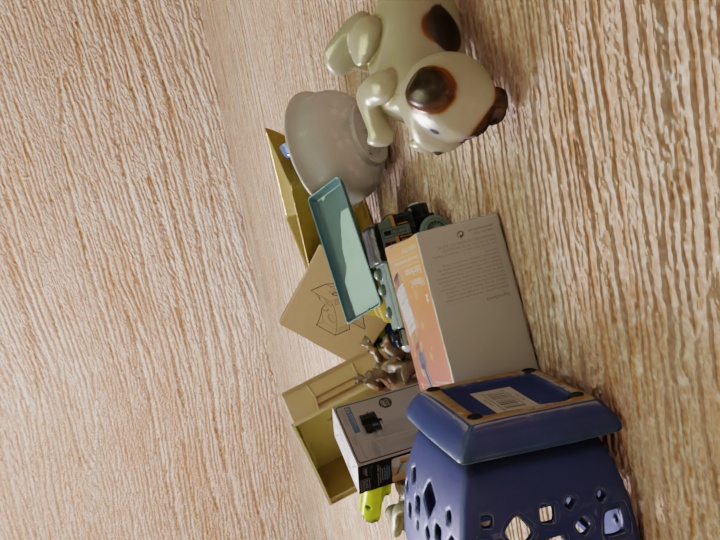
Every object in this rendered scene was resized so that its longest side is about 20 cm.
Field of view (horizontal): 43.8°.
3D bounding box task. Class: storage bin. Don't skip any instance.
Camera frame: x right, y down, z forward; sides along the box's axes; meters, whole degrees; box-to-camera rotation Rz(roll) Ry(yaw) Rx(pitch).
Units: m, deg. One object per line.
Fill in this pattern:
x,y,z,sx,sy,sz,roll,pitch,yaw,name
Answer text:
-0.009,0.265,1.537,0.094,0.197,0.201,53,167,56,storage bin

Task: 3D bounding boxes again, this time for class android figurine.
0.038,0.301,1.421,0.182,0.041,0.201,-57,-21,-55,android figurine

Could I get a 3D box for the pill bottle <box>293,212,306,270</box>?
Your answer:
-0.070,-0.087,1.679,0.120,0.119,0.201,99,154,-57,pill bottle

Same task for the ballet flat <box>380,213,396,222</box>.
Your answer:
0.071,0.002,1.290,0.071,0.070,0.201,100,155,-59,ballet flat

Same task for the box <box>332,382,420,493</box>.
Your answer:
0.071,0.222,1.247,0.117,0.199,0.060,-118,20,-49,box

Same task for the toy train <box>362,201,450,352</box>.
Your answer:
0.075,0.010,1.204,0.085,0.113,0.202,152,104,-76,toy train

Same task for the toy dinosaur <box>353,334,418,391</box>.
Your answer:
0.068,0.161,1.377,0.086,0.135,0.200,-69,15,-16,toy dinosaur

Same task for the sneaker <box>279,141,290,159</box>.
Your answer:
-0.052,-0.189,1.447,0.070,0.200,0.078,-28,87,33,sneaker

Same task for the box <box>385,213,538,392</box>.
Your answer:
0.118,0.049,1.085,0.152,0.106,0.202,152,104,-76,box

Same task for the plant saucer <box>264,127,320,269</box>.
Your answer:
-0.102,-0.120,1.521,0.200,0.048,0.201,-117,13,-49,plant saucer

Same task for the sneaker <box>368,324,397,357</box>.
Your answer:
0.028,0.087,1.598,0.083,0.070,0.201,21,-130,-79,sneaker

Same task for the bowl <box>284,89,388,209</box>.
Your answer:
-0.020,-0.193,1.354,0.201,0.090,0.202,35,-134,-45,bowl

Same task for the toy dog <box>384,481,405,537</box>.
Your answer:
0.109,0.369,1.378,0.194,0.139,0.201,129,127,-63,toy dog

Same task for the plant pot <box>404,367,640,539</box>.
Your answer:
0.156,0.212,0.925,0.200,0.198,0.181,-155,58,-73,plant pot

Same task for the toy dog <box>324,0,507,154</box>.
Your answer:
0.078,-0.211,0.964,0.194,0.139,0.201,-50,43,27,toy dog

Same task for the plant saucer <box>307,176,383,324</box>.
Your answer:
-0.020,-0.029,1.261,0.070,0.019,0.201,-32,68,36,plant saucer

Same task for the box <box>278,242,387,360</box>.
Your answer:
-0.033,0.059,1.501,0.200,0.163,0.021,-58,5,40,box

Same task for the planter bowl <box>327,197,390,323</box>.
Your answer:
0.000,0.000,1.338,0.200,0.083,0.202,-19,-90,-87,planter bowl
